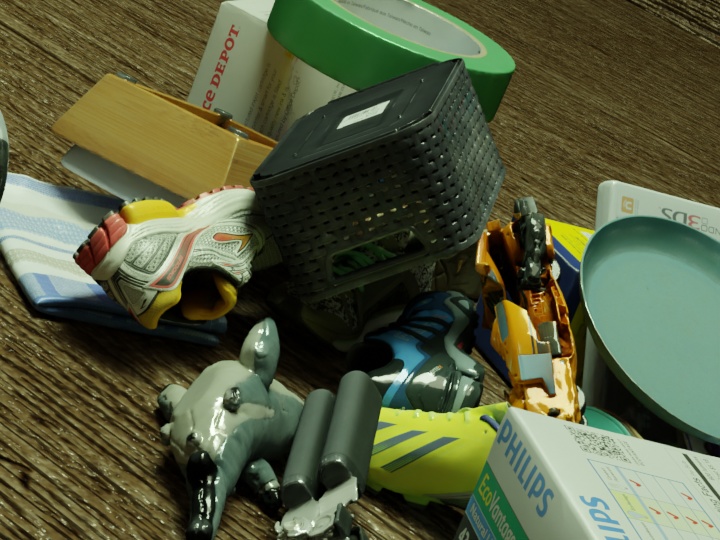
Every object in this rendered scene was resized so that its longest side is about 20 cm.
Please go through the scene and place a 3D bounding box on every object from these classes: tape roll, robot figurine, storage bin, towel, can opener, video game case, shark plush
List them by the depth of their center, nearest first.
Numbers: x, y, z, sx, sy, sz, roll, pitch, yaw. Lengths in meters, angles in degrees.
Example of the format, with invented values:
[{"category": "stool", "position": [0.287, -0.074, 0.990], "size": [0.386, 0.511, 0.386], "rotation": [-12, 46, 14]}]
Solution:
[{"category": "can opener", "position": [-0.016, 0.129, 1.168], "size": [0.067, 0.052, 0.200], "rotation": [56, 19, -23]}, {"category": "shark plush", "position": [-0.064, 0.101, 1.185], "size": [0.083, 0.091, 0.200], "rotation": [52, 7, -12]}, {"category": "robot figurine", "position": [0.113, 0.050, 1.356], "size": [0.058, 0.146, 0.201], "rotation": [-8, 49, 2]}, {"category": "towel", "position": [-0.185, -0.012, 1.420], "size": [0.146, 0.024, 0.200], "rotation": [12, 21, -29]}, {"category": "storage bin", "position": [0.016, -0.067, 1.426], "size": [0.134, 0.094, 0.200], "rotation": [-19, 15, 16]}, {"category": "video game case", "position": [0.245, 0.049, 1.515], "size": [0.181, 0.202, 0.023], "rotation": [12, -12, -29]}, {"category": "tape roll", "position": [0.025, -0.182, 1.634], "size": [0.199, 0.048, 0.201], "rotation": [21, 19, -7]}]

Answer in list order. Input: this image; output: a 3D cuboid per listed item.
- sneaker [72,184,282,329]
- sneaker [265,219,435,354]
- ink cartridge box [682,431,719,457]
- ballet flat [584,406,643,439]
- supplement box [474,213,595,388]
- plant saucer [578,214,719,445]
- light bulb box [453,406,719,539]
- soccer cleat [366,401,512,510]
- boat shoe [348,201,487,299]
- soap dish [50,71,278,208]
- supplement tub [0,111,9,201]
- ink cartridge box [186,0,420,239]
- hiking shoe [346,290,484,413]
[{"category": "sneaker", "position": [-0.106, 0.000, 1.358], "size": [0.082, 0.078, 0.200], "rotation": [51, 30, 15]}, {"category": "sneaker", "position": [0.000, 0.000, 1.498], "size": [0.077, 0.089, 0.200], "rotation": [30, 20, 21]}, {"category": "ink cartridge box", "position": [0.301, 0.157, 1.424], "size": [0.199, 0.044, 0.199], "rotation": [20, 33, -18]}, {"category": "ballet flat", "position": [0.185, 0.163, 1.335], "size": [0.063, 0.069, 0.200], "rotation": [45, 7, -33]}, {"category": "supplement box", "position": [0.202, 0.042, 1.590], "size": [0.199, 0.109, 0.110], "rotation": [13, 20, -29]}, {"category": "plant saucer", "position": [0.233, 0.047, 1.435], "size": [0.199, 0.027, 0.201], "rotation": [20, 42, -19]}, {"category": "light bulb box", "position": [0.172, 0.191, 1.110], "size": [0.199, 0.126, 0.198], "rotation": [15, 20, -20]}, {"category": "soccer cleat", "position": [0.064, 0.111, 1.252], "size": [0.199, 0.084, 0.065], "rotation": [20, 18, 29]}, {"category": "boat shoe", "position": [0.052, -0.020, 1.659], "size": [0.067, 0.072, 0.199], "rotation": [30, 13, 38]}, {"category": "soap dish", "position": [-0.112, -0.076, 1.525], "size": [0.157, 0.082, 0.200], "rotation": [27, 5, 27]}, {"category": "supplement tub", "position": [-0.329, -0.074, 1.262], "size": [0.199, 0.123, 0.122], "rotation": [4, 25, -45]}, {"category": "ink cartridge box", "position": [-0.029, -0.123, 1.715], "size": [0.199, 0.148, 0.144], "rotation": [31, 20, 21]}, {"category": "hiking shoe", "position": [0.034, 0.055, 1.411], "size": [0.086, 0.075, 0.200], "rotation": [15, 16, -7]}]
